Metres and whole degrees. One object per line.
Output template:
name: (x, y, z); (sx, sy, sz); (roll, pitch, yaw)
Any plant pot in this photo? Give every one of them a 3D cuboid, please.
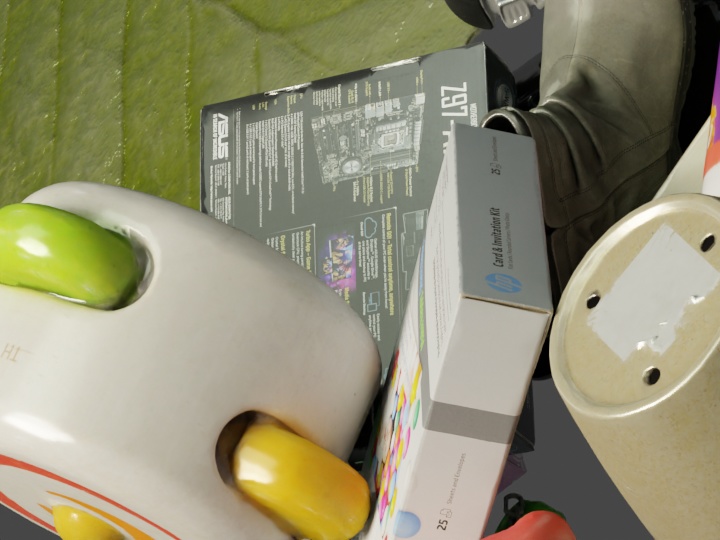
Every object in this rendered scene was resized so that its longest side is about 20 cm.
plant pot: (0.171, 0.057, 0.960); (0.187, 0.200, 0.187); (-33, 40, 32)

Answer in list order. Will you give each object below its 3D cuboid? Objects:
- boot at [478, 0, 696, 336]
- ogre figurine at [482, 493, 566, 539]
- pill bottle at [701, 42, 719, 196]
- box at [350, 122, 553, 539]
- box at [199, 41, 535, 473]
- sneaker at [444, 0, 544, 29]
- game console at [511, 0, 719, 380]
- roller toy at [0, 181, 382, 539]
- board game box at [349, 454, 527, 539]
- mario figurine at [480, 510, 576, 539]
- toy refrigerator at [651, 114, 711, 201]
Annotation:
boot: (0.097, -0.075, 1.133); (0.068, 0.131, 0.200); (-2, 99, 34)
ogre figurine: (0.021, 0.198, 1.137); (0.200, 0.098, 0.120); (-28, 23, 14)
pill bottle: (0.204, -0.108, 1.020); (0.111, 0.111, 0.200); (-11, 63, 47)
box: (0.034, 0.061, 1.047); (0.156, 0.041, 0.200); (-87, 9, -61)
box: (0.000, 0.000, 1.223); (0.160, 0.044, 0.200); (-12, 66, 22)
sneaker: (0.120, -0.223, 1.375); (0.200, 0.075, 0.087); (-35, 34, 29)
game console: (0.144, -0.067, 1.261); (0.200, 0.116, 0.176); (-34, 10, 29)
roller toy: (-0.093, 0.061, 1.108); (0.140, 0.200, 0.182); (-65, 7, -17)
board game box: (-0.013, 0.081, 1.314); (0.199, 0.043, 0.200); (-41, 36, 26)
mario figurine: (0.102, 0.170, 0.938); (0.200, 0.106, 0.124); (19, 118, 20)
toy refrigerator: (0.178, -0.025, 1.116); (0.070, 0.076, 0.200); (34, 91, 22)
